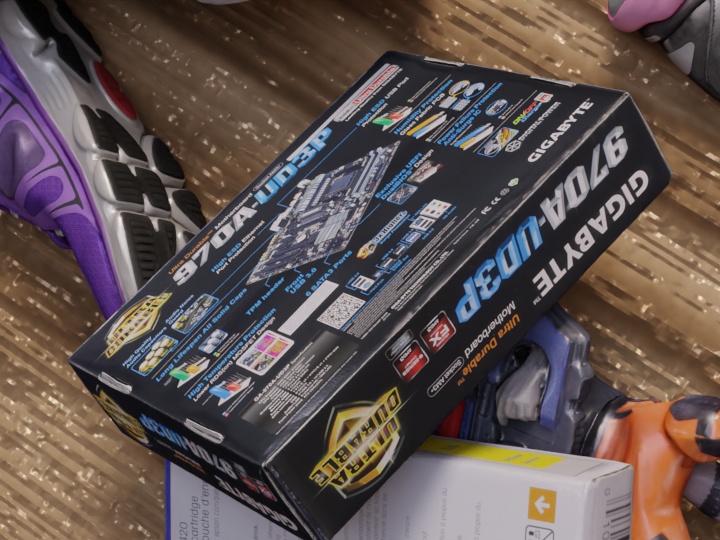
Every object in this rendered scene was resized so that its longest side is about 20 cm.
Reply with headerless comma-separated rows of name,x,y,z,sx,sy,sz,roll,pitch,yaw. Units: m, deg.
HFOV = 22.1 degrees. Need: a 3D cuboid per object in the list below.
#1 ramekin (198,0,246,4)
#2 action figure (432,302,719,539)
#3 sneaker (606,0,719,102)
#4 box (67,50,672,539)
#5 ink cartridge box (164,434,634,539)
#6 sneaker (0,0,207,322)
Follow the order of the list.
ramekin,-0.053,-0.207,0.763,0.104,0.200,0.202,-18,77,16
action figure,0.095,0.102,0.749,0.193,0.104,0.201,25,110,21
sneaker,0.200,-0.148,0.775,0.200,0.079,0.095,-44,94,3
box,0.000,0.000,0.715,0.200,0.046,0.159,-45,32,-18
ink cartridge box,0.010,0.162,0.722,0.199,0.047,0.199,6,99,39
sneaker,-0.135,-0.044,0.820,0.083,0.081,0.201,-40,66,16
